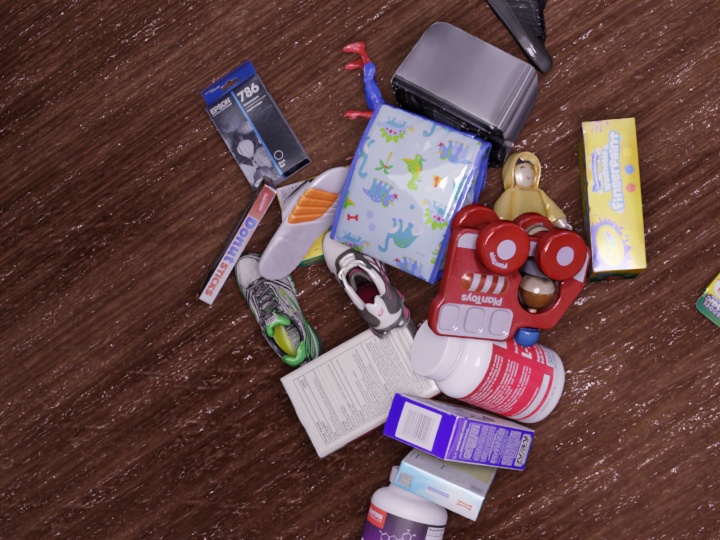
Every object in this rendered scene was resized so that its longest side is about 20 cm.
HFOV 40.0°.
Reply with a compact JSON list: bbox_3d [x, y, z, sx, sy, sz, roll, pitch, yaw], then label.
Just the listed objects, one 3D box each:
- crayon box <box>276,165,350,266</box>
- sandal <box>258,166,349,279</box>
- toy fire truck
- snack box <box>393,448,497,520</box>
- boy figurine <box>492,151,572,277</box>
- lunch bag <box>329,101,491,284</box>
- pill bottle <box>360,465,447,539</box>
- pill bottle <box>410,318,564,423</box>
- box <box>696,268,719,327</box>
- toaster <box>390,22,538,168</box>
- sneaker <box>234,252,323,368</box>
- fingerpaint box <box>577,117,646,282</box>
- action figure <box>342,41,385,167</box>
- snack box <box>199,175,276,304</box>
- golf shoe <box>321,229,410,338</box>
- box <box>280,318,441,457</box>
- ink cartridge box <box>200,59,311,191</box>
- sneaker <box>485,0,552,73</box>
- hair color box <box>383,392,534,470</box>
[{"bbox_3d":[-0.016,-0.091,1.483,0.199,0.058,0.119,-17,82,9],"label":"crayon box"},{"bbox_3d":[-0.088,-0.079,1.429,0.207,0.079,0.059,-49,44,17],"label":"sandal"},{"bbox_3d":[0.192,0.013,1.272,0.199,0.112,0.169,7,105,-19],"label":"toy fire truck"},{"bbox_3d":[0.121,0.278,1.351,0.116,0.200,0.037,22,95,12],"label":"snack box"},{"bbox_3d":[0.246,-0.076,1.418,0.124,0.064,0.201,3,67,-18],"label":"boy figurine"},{"bbox_3d":[0.072,-0.111,1.352,0.169,0.127,0.201,22,114,15],"label":"lunch bag"},{"bbox_3d":[0.056,0.385,1.399,0.112,0.112,0.201,14,87,12],"label":"pill bottle"},{"bbox_3d":[0.172,0.131,1.353,0.199,0.112,0.113,22,89,-28],"label":"pill bottle"},{"bbox_3d":[0.568,0.009,1.370,0.117,0.048,0.200,41,91,11],"label":"box"},{"bbox_3d":[0.154,-0.240,1.400,0.200,0.181,0.119,30,86,13],"label":"toaster"},{"bbox_3d":[-0.124,0.056,1.477,0.078,0.085,0.200,-36,79,6],"label":"sneaker"},{"bbox_3d":[0.344,-0.091,1.360,0.073,0.167,0.201,-4,83,10],"label":"fingerpaint box"},{"bbox_3d":[0.000,-0.236,1.460,0.099,0.065,0.200,-23,63,-7],"label":"action figure"},{"bbox_3d":[-0.184,-0.046,1.488,0.024,0.072,0.200,29,101,-13],"label":"snack box"},{"bbox_3d":[0.000,0.000,1.379,0.077,0.088,0.200,-38,55,2],"label":"golf shoe"},{"bbox_3d":[0.008,0.165,1.430,0.199,0.109,0.128,-29,81,7],"label":"box"},{"bbox_3d":[-0.168,-0.226,1.535,0.099,0.039,0.200,-34,79,7],"label":"ink cartridge box"},{"bbox_3d":[0.251,-0.397,1.460,0.104,0.060,0.200,-36,76,10],"label":"sneaker"},{"bbox_3d":[0.137,0.219,1.341,0.109,0.200,0.065,16,87,41],"label":"hair color box"}]
